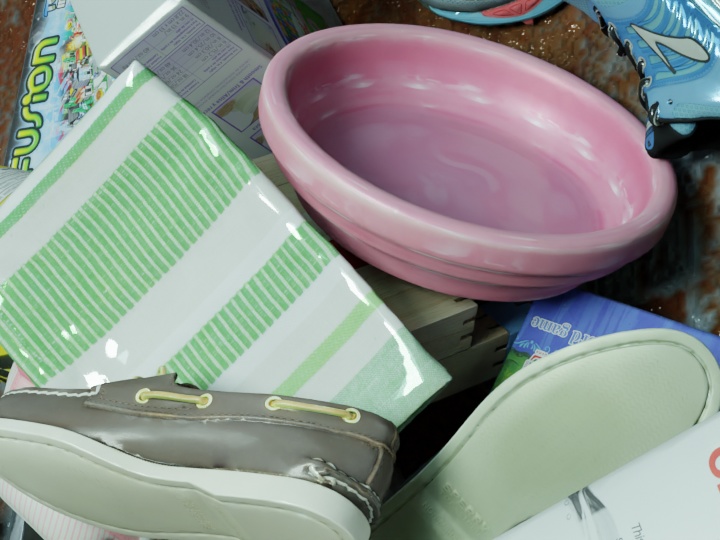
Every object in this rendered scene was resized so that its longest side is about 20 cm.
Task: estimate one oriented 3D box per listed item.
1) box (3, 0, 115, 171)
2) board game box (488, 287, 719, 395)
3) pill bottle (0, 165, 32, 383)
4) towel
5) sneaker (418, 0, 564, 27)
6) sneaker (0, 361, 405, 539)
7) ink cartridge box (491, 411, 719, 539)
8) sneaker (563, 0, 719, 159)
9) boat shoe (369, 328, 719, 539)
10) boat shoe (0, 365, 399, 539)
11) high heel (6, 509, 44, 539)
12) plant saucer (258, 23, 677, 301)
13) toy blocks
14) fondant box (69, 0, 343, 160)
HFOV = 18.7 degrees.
[{"bbox_3d":[-0.148,-0.109,1.274,0.110,0.035,0.201,-8,63,33],"label":"box"},{"bbox_3d":[0.123,0.123,0.960,0.200,0.041,0.200,19,80,40],"label":"board game box"},{"bbox_3d":[-0.173,0.006,1.162,0.200,0.114,0.115,12,75,38],"label":"pill bottle"},{"bbox_3d":[-0.078,0.026,0.969,0.153,0.023,0.200,-45,79,17],"label":"towel"},{"bbox_3d":[0.101,-0.194,1.099,0.200,0.095,0.080,-22,56,25],"label":"sneaker"},{"bbox_3d":[-0.085,0.102,1.059,0.075,0.200,0.105,-96,28,-70],"label":"sneaker"},{"bbox_3d":[0.112,0.165,0.864,0.200,0.084,0.145,-32,52,20],"label":"ink cartridge box"},{"bbox_3d":[0.145,-0.100,1.017,0.200,0.078,0.090,35,96,28],"label":"sneaker"},{"bbox_3d":[0.076,0.087,0.942,0.199,0.066,0.075,-44,82,20],"label":"boat shoe"},{"bbox_3d":[-0.077,0.076,0.931,0.199,0.072,0.060,7,56,30],"label":"boat shoe"},{"bbox_3d":[-0.108,0.123,1.108,0.200,0.071,0.143,-2,66,38],"label":"high heel"},{"bbox_3d":[0.047,-0.048,1.024,0.201,0.200,0.051,46,132,40],"label":"plant saucer"},{"bbox_3d":[0.000,0.000,1.053,0.200,0.136,0.100,40,136,37],"label":"toy blocks"},{"bbox_3d":[-0.070,-0.124,1.117,0.058,0.200,0.145,-40,51,17],"label":"fondant box"}]
